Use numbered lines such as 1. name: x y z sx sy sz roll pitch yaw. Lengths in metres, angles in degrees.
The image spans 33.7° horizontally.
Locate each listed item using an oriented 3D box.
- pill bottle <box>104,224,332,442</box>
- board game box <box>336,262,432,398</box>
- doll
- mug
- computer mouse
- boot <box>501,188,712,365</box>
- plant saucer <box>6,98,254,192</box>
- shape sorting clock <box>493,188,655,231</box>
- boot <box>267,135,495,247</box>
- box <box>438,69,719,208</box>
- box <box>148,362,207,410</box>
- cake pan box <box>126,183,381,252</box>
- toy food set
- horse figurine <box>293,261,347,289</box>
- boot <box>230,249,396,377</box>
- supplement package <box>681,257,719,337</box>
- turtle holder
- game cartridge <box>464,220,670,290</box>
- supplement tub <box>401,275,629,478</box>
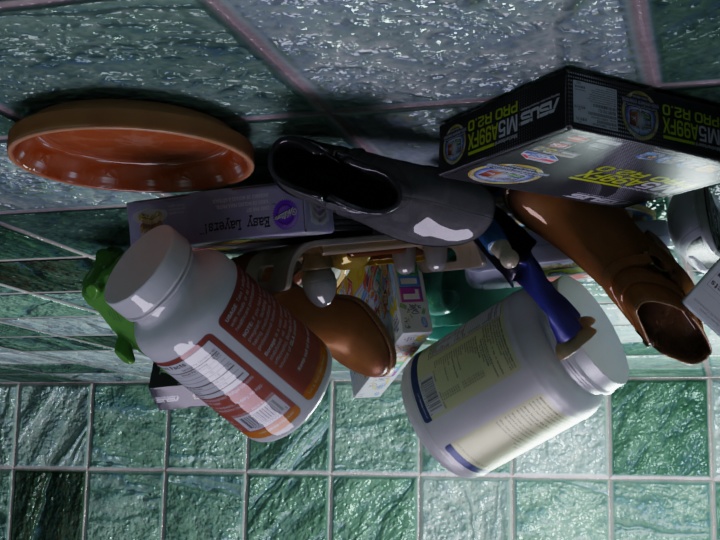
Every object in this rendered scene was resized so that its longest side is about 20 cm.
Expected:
1. pill bottle: -0.126 0.054 1.053 0.112 0.113 0.200 -10 135 47
2. board game box: 0.023 0.043 1.309 0.034 0.136 0.200 -2 155 -17
3. doll: 0.133 -0.016 1.057 0.048 0.200 0.136 -38 -178 14
4. mug: 0.132 0.013 1.334 0.150 0.116 0.185 2 169 -2
5. computer mouse: 0.326 -0.033 1.145 0.043 0.111 0.200 -10 157 23
6. boot: 0.217 -0.008 1.024 0.199 0.074 0.155 26 -153 -17
7. plant saucer: -0.185 -0.102 0.972 0.198 0.033 0.200 1 171 0
8. shape sorting clock: 0.192 -0.051 1.184 0.198 0.040 0.200 1 169 0
9. boot: 0.021 -0.057 0.939 0.198 0.071 0.132 10 -176 -7
10. box: 0.185 -0.096 0.926 0.198 0.045 0.160 8 168 -30
11. box: -0.166 0.075 1.463 0.159 0.201 0.044 -8 133 8
12. cake pan box: -0.086 -0.049 1.118 0.198 0.053 0.184 -5 180 26
13. toy food set: 0.000 0.000 1.127 0.198 0.061 0.143 -5 179 -21
14. horse figurine: -0.051 0.016 1.420 0.050 0.134 0.200 24 -177 16
15. boot: -0.069 0.060 1.194 0.077 0.200 0.155 -50 172 34
16. supplement package: 0.389 0.023 1.012 0.111 0.156 0.200 -54 163 26
17. turtle holder: -0.242 0.033 1.407 0.185 0.132 0.141 -9 122 49
18. game cartridge: 0.201 -0.015 1.180 0.198 0.041 0.133 -7 166 6
19. supplement tub: 0.156 0.108 1.213 0.199 0.146 0.145 -34 153 26
